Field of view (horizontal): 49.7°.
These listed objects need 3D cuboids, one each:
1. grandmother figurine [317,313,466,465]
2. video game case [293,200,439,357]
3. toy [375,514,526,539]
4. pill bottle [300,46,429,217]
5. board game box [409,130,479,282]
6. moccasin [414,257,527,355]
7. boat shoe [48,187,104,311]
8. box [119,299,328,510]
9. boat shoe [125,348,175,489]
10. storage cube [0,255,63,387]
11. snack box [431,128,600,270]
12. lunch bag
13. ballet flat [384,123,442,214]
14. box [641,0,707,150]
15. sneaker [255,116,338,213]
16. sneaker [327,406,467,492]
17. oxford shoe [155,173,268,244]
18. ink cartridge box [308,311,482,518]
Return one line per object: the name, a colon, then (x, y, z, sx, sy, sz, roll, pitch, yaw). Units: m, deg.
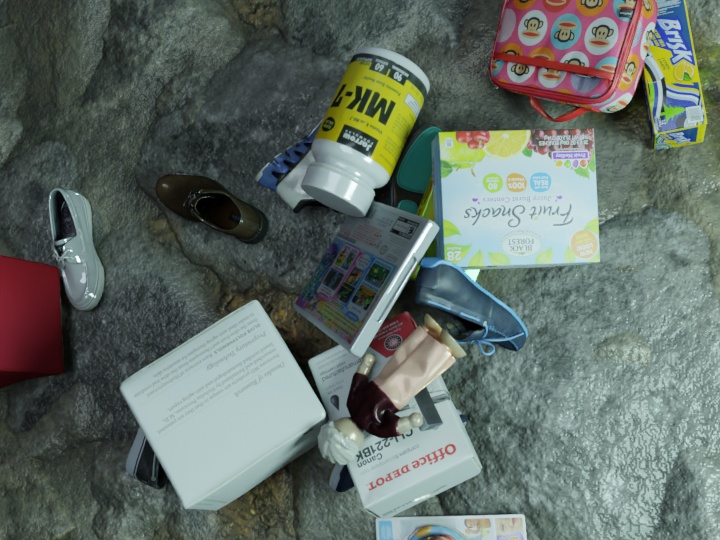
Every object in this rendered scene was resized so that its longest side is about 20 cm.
grandmother figurine: (0.030, 0.145, 0.891, 0.200, 0.061, 0.121, -43, 34, -2)
video game case: (0.000, 0.000, 0.997, 0.183, 0.024, 0.200, -59, 29, -2)
toy: (0.110, 0.370, 0.976, 0.198, 0.047, 0.116, -7, 76, 17)
pill bottle: (0.004, -0.181, 1.029, 0.113, 0.114, 0.202, 21, 82, 21)
board game box: (0.128, -0.071, 1.034, 0.101, 0.048, 0.202, 22, 87, -7)
moccasin: (0.129, 0.057, 0.964, 0.080, 0.199, 0.069, 1, 61, 55)
boat shoe: (-0.457, -0.037, 1.234, 0.071, 0.068, 0.202, -11, 76, 16)
box: (-0.161, 0.180, 0.994, 0.199, 0.199, 0.172, -33, 75, -10)
boat shoe: (-0.275, 0.215, 1.121, 0.068, 0.074, 0.201, 20, 87, 25)
storage cube: (-0.580, 0.080, 1.181, 0.170, 0.179, 0.202, -15, 74, 25)
snack box: (0.193, -0.088, 0.981, 0.198, 0.068, 0.171, -1, 88, -3)
lunch bag: (0.267, -0.283, 1.007, 0.199, 0.081, 0.178, 23, 105, 41)
ballet flat: (0.060, -0.105, 1.076, 0.072, 0.073, 0.202, 16, 90, 20)
box: (0.391, -0.262, 0.993, 0.064, 0.070, 0.202, -8, 77, 19)
sneaker: (-0.041, -0.150, 1.119, 0.199, 0.081, 0.115, -40, 94, -8)
sneaker: (0.052, 0.236, 1.010, 0.108, 0.070, 0.200, 42, 91, 22)
oxford shoe: (-0.237, -0.106, 1.167, 0.199, 0.084, 0.073, 21, 88, 22)
ink cartridge box: (0.041, 0.177, 0.950, 0.143, 0.084, 0.201, -26, 63, 4)
